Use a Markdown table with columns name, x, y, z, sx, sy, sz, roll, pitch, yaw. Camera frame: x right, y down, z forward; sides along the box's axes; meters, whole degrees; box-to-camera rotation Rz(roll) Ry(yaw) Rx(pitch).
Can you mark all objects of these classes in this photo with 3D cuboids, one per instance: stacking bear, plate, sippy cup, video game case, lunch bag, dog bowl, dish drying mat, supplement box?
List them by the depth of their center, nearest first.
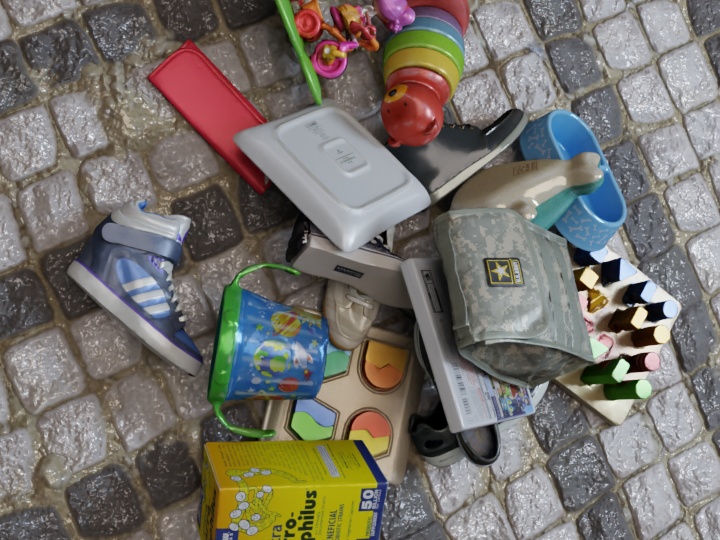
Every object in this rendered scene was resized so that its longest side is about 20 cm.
| name | x | y | z | sx | sy | sz | roll | pitch | yaw |
| --- | --- | --- | --- | --- | --- | --- | --- | --- | --- |
| lunch bag | 0.167 | 0.028 | 1.285 | 0.199 | 0.117 | 0.166 | 21 | 52 | -46 |
| supplement box | -0.081 | 0.270 | 1.295 | 0.197 | 0.110 | 0.110 | 1 | 108 | -18 |
| sippy cup | -0.106 | 0.093 | 1.305 | 0.128 | 0.140 | 0.180 | 8 | 124 | -9 |
| video game case | 0.129 | 0.083 | 1.324 | 0.181 | 0.023 | 0.203 | 0 | 69 | -55 |
| plate | -0.025 | -0.128 | 1.346 | 0.200 | 0.032 | 0.199 | 45 | 39 | 12 |
| dish drying mat | -0.169 | -0.191 | 1.391 | 0.200 | 0.018 | 0.077 | 47 | 73 | -8 |
| stacking bear | 0.074 | -0.247 | 1.404 | 0.114 | 0.120 | 0.202 | 44 | 47 | -44 |
| dog bowl | 0.285 | -0.125 | 1.479 | 0.110 | 0.050 | 0.202 | -2 | 64 | -39 |

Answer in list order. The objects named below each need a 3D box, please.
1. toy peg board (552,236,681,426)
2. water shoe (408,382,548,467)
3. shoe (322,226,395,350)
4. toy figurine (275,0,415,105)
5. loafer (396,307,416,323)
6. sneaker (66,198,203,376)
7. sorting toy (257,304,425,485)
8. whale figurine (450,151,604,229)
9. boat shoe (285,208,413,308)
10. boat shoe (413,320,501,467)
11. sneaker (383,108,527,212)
| name | x | y | z | sx | sy | sz | roll | pitch | yaw |
| --- | --- | --- | --- | --- | --- | --- | --- | --- | --- |
| toy peg board | 0.331 | 0.068 | 1.483 | 0.199 | 0.098 | 0.200 | 36 | 74 | -11 |
| water shoe | 0.151 | 0.164 | 1.404 | 0.199 | 0.071 | 0.079 | -38 | 114 | -9 |
| shoe | 0.000 | 0.000 | 1.389 | 0.069 | 0.053 | 0.203 | 17 | 69 | -9 |
| toy figurine | -0.005 | -0.329 | 1.365 | 0.182 | 0.150 | 0.202 | -21 | 93 | 3 |
| loafer | 0.115 | 0.066 | 1.422 | 0.200 | 0.070 | 0.068 | 40 | 73 | -15 |
| sneaker | -0.228 | 0.009 | 1.311 | 0.200 | 0.081 | 0.147 | 41 | 77 | -4 |
| sorting toy | -0.015 | 0.154 | 1.388 | 0.197 | 0.036 | 0.188 | 16 | 78 | -16 |
| whale figurine | 0.213 | -0.080 | 1.402 | 0.198 | 0.160 | 0.105 | -19 | 113 | 15 |
| boat shoe | 0.008 | -0.028 | 1.337 | 0.198 | 0.075 | 0.094 | 22 | 51 | -23 |
| boat shoe | 0.123 | 0.140 | 1.351 | 0.068 | 0.057 | 0.202 | -23 | 85 | -5 |
| sneaker | 0.125 | -0.176 | 1.458 | 0.199 | 0.075 | 0.107 | -39 | 94 | -19 |
